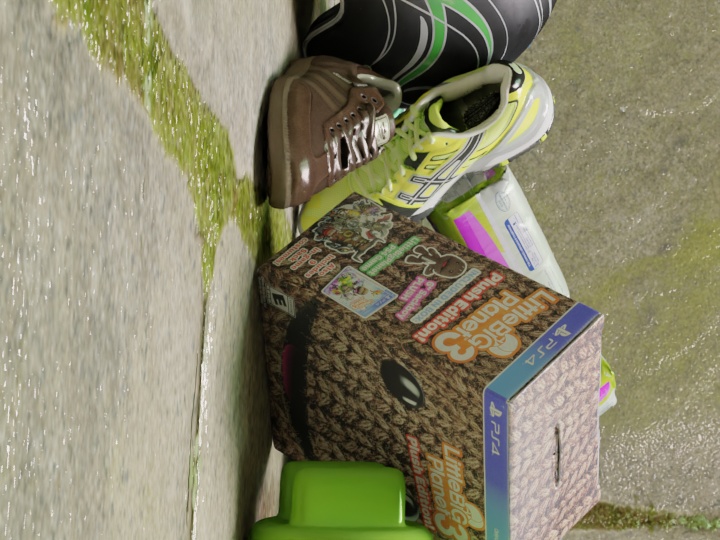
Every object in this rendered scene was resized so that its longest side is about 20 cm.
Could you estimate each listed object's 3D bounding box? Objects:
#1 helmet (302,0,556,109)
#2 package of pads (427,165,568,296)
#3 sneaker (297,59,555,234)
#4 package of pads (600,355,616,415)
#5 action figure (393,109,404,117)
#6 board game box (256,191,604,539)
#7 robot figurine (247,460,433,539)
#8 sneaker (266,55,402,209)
[{"bbox_3d":[0.045,-0.225,1.592,0.191,0.198,0.201,112,-12,-51],"label":"helmet"},{"bbox_3d":[0.080,-0.065,1.831,0.155,0.068,0.200,59,-1,-40],"label":"package of pads"},{"bbox_3d":[0.036,-0.085,1.577,0.076,0.199,0.076,57,6,27],"label":"sneaker"},{"bbox_3d":[0.104,0.073,1.928,0.200,0.154,0.068,48,-11,28],"label":"package of pads"},{"bbox_3d":[0.009,-0.105,1.686,0.055,0.117,0.201,45,46,-34],"label":"action figure"},{"bbox_3d":[0.044,0.072,1.432,0.097,0.199,0.160,-39,141,-34],"label":"board game box"},{"bbox_3d":[-0.013,0.218,1.394,0.175,0.115,0.202,177,-85,-76],"label":"robot figurine"},{"bbox_3d":[-0.016,-0.096,1.479,0.200,0.075,0.071,-77,167,-65],"label":"sneaker"}]
